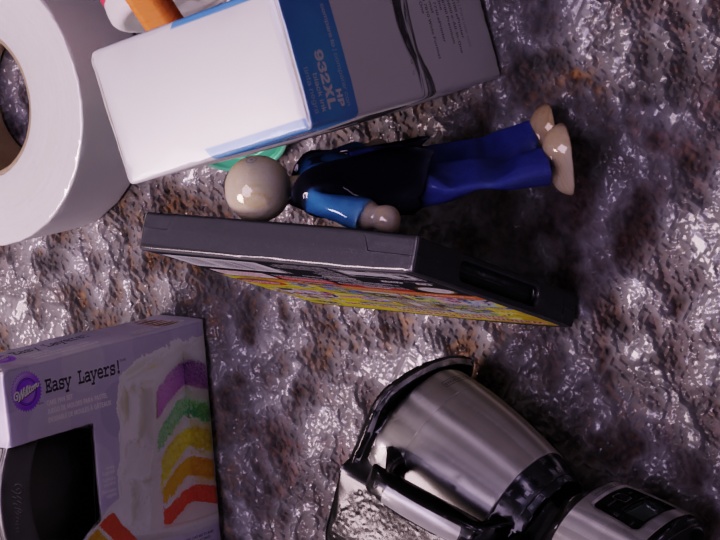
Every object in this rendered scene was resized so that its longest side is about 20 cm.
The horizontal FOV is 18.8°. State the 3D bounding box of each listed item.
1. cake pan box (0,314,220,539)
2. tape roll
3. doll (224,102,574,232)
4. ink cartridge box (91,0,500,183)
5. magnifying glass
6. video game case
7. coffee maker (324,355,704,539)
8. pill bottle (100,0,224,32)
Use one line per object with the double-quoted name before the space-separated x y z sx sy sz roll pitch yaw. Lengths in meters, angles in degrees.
"cake pan box" -0.179 0.135 1.447 0.052 0.200 0.185 0 98 39
"tape roll" -0.245 -0.122 1.520 0.202 0.071 0.203 9 106 35
"doll" 0.020 -0.057 1.273 0.199 0.137 0.049 -9 112 -4
"ink cartridge box" -0.034 -0.121 1.282 0.145 0.200 0.084 -15 93 37
"magnifying glass" -0.107 -0.131 1.364 0.079 0.022 0.200 -11 137 20
"video game case" 0.000 0.000 1.297 0.199 0.181 0.026 5 82 36
"coffee maker" 0.090 0.177 1.316 0.200 0.135 0.192 35 142 27
"pill bottle" -0.148 -0.264 1.392 0.111 0.111 0.200 -31 81 37
